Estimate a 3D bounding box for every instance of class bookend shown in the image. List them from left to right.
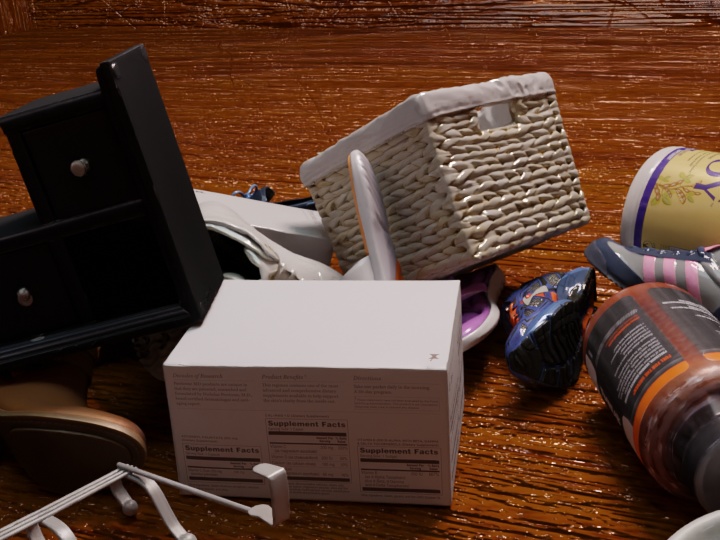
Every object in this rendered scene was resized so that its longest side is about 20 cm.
[{"bbox_3d":[-0.233,-0.044,0.751,0.198,0.201,0.092,-13,19,8],"label":"bookend"}]

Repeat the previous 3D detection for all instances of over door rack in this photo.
[{"bbox_3d":[-0.150,0.173,0.586,0.148,0.067,0.200,-24,9,-42],"label":"over door rack"}]

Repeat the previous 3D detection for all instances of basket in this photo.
[{"bbox_3d":[0.087,-0.078,0.969,0.198,0.161,0.200,-17,-5,-40],"label":"basket"}]

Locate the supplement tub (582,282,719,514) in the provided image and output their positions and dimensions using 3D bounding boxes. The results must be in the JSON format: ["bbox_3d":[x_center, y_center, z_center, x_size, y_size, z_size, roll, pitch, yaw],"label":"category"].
[{"bbox_3d":[0.233,0.091,0.701,0.106,0.107,0.200,-4,21,-2],"label":"supplement tub"}]

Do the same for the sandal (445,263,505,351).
[{"bbox_3d":[0.087,0.031,0.917,0.082,0.050,0.203,-31,8,19],"label":"sandal"}]

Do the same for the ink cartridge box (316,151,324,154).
[{"bbox_3d":[0.058,-0.120,1.302,0.147,0.076,0.200,-18,25,-31],"label":"ink cartridge box"}]

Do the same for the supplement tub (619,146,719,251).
[{"bbox_3d":[0.367,-0.034,0.941,0.200,0.146,0.145,17,29,42],"label":"supplement tub"}]

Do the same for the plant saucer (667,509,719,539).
[{"bbox_3d":[0.249,0.196,0.510,0.199,0.050,0.200,-4,21,1],"label":"plant saucer"}]

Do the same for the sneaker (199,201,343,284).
[{"bbox_3d":[-0.075,0.015,0.875,0.200,0.074,0.116,32,7,-9],"label":"sneaker"}]

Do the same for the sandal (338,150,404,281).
[{"bbox_3d":[0.002,0.000,0.873,0.059,0.208,0.079,-14,-7,13],"label":"sandal"}]

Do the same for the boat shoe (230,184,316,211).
[{"bbox_3d":[-0.114,-0.074,1.221,0.199,0.069,0.084,-3,22,3],"label":"boat shoe"}]

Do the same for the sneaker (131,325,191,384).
[{"bbox_3d":[-0.162,0.039,0.882,0.069,0.100,0.200,-32,49,9],"label":"sneaker"}]

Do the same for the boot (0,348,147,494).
[{"bbox_3d":[-0.235,0.095,0.781,0.199,0.074,0.155,2,31,16],"label":"boot"}]

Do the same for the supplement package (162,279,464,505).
[{"bbox_3d":[-0.025,0.085,0.751,0.199,0.111,0.156,1,22,9],"label":"supplement package"}]

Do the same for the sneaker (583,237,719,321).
[{"bbox_3d":[0.296,0.003,0.889,0.200,0.082,0.070,34,19,35],"label":"sneaker"}]

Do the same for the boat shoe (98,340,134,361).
[{"bbox_3d":[-0.304,0.061,0.909,0.199,0.074,0.065,2,0,-39],"label":"boat shoe"}]

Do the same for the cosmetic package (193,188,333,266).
[{"bbox_3d":[-0.136,-0.028,1.025,0.199,0.081,0.113,7,18,-17],"label":"cosmetic package"}]

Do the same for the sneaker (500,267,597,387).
[{"bbox_3d":[0.159,0.052,0.879,0.078,0.076,0.200,-4,12,24],"label":"sneaker"}]
